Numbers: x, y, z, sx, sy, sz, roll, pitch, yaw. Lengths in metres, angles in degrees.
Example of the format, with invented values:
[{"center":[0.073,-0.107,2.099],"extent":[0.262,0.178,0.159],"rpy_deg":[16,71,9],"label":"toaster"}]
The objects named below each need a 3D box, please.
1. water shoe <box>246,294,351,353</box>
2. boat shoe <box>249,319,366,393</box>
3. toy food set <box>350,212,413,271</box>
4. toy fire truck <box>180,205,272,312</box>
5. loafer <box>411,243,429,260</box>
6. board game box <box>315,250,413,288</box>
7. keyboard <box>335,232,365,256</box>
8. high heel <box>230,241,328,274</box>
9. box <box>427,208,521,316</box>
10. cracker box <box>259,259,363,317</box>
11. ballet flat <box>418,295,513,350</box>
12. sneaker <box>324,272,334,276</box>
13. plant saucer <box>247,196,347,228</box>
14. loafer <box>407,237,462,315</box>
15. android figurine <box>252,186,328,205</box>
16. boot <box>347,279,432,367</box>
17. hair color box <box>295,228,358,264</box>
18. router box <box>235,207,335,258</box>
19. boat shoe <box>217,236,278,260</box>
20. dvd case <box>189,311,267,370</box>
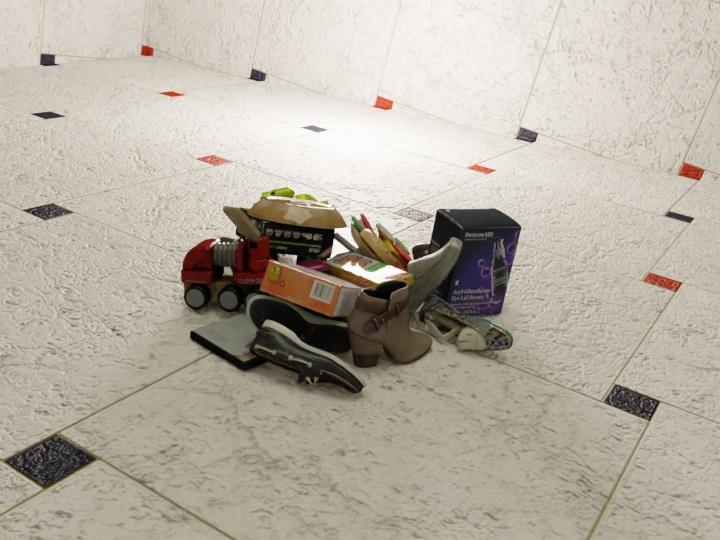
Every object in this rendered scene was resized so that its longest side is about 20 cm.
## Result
[{"center":[-0.104,0.092,1.363],"extent":[0.198,0.072,0.079],"rpy_deg":[22,9,-13],"label":"water shoe"},{"center":[-0.086,0.152,1.265],"extent":[0.199,0.074,0.061],"rpy_deg":[29,68,9],"label":"boat shoe"},{"center":[0.051,-0.044,1.675],"extent":[0.200,0.049,0.198],"rpy_deg":[37,16,-35],"label":"toy food set"},{"center":[-0.240,-0.029,1.433],"extent":[0.174,0.202,0.129],"rpy_deg":[3,17,9],"label":"toy fire truck"},{"center":[0.204,-0.003,1.751],"extent":[0.198,0.072,0.073],"rpy_deg":[12,-18,-11],"label":"loafer"},{"center":[0.000,0.000,1.529],"extent":[0.095,0.030,0.199],"rpy_deg":[-13,22,-41],"label":"board game box"},{"center":[-0.002,-0.030,1.645],"extent":[0.200,0.011,0.056],"rpy_deg":[39,-11,-38],"label":"keyboard"},{"center":[-0.162,-0.022,1.535],"extent":[0.198,0.097,0.067],"rpy_deg":[-9,0,18],"label":"high heel"},{"center":[0.219,-0.017,1.591],"extent":[0.147,0.202,0.104],"rpy_deg":[-4,27,-26],"label":"box"},{"center":[-0.078,0.033,1.374],"extent":[0.133,0.058,0.200],"rpy_deg":[19,1,11],"label":"cracker box"},{"center":[0.187,0.113,1.469],"extent":[0.199,0.073,0.072],"rpy_deg":[26,28,37],"label":"ballet flat"},{"center":[-0.024,0.064,1.496],"extent":[0.199,0.076,0.084],"rpy_deg":[15,29,31],"label":"sneaker"},{"center":[-0.122,-0.117,1.551],"extent":[0.198,0.036,0.200],"rpy_deg":[8,9,-1],"label":"plant saucer"},{"center":[0.122,0.005,1.512],"extent":[0.070,0.200,0.070],"rpy_deg":[37,32,-2],"label":"loafer"},{"center":[-0.164,-0.113,1.730],"extent":[0.198,0.183,0.041],"rpy_deg":[-13,56,-2],"label":"android figurine"},{"center":[0.061,0.086,1.359],"extent":[0.199,0.148,0.070],"rpy_deg":[-13,32,-40],"label":"boot"},{"center":[-0.054,-0.034,1.721],"extent":[0.099,0.061,0.200],"rpy_deg":[17,25,18],"label":"hair color box"},{"center":[-0.155,-0.077,1.587],"extent":[0.148,0.063,0.200],"rpy_deg":[6,10,-24],"label":"router box"},{"center":[-0.239,-0.043,1.675],"extent":[0.072,0.063,0.199],"rpy_deg":[-14,31,-42],"label":"boat shoe"},{"center":[-0.177,0.112,1.384],"extent":[0.142,0.018,0.199],"rpy_deg":[23,26,34],"label":"dvd case"}]
